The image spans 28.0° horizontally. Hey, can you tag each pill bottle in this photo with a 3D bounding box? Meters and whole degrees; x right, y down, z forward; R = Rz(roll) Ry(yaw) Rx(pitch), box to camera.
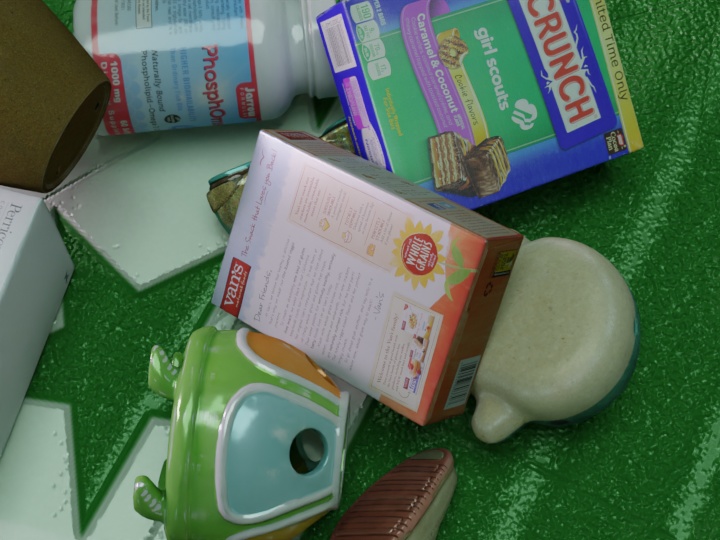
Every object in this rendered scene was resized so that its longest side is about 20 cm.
[{"bbox_3d":[-0.115,-0.166,1.110,0.198,0.109,0.110,-6,66,-1],"label":"pill bottle"}]

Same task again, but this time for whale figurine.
[{"bbox_3d":[0.103,0.051,1.031,0.198,0.104,0.161,-6,65,25],"label":"whale figurine"}]

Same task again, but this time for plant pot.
[{"bbox_3d":[-0.283,-0.146,1.013,0.199,0.187,0.187,30,69,1],"label":"plant pot"}]

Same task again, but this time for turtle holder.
[{"bbox_3d":[-0.077,0.132,0.959,0.130,0.141,0.187,6,65,1],"label":"turtle holder"}]

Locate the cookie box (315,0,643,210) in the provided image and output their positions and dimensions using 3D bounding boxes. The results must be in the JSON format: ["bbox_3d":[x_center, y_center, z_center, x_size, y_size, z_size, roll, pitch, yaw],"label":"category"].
[{"bbox_3d":[0.089,-0.139,1.061,0.198,0.075,0.173,-20,98,-17],"label":"cookie box"}]

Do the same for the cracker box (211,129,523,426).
[{"bbox_3d":[0.000,0.000,0.995,0.199,0.057,0.135,28,109,29],"label":"cracker box"}]

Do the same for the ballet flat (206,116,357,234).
[{"bbox_3d":[-0.021,-0.081,1.101,0.199,0.071,0.071,-29,69,-12],"label":"ballet flat"}]

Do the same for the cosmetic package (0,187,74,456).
[{"bbox_3d":[-0.335,0.036,1.015,0.198,0.123,0.201,14,67,5],"label":"cosmetic package"}]

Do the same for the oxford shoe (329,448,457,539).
[{"bbox_3d":[0.016,0.210,0.975,0.074,0.070,0.201,49,59,-22],"label":"oxford shoe"}]
